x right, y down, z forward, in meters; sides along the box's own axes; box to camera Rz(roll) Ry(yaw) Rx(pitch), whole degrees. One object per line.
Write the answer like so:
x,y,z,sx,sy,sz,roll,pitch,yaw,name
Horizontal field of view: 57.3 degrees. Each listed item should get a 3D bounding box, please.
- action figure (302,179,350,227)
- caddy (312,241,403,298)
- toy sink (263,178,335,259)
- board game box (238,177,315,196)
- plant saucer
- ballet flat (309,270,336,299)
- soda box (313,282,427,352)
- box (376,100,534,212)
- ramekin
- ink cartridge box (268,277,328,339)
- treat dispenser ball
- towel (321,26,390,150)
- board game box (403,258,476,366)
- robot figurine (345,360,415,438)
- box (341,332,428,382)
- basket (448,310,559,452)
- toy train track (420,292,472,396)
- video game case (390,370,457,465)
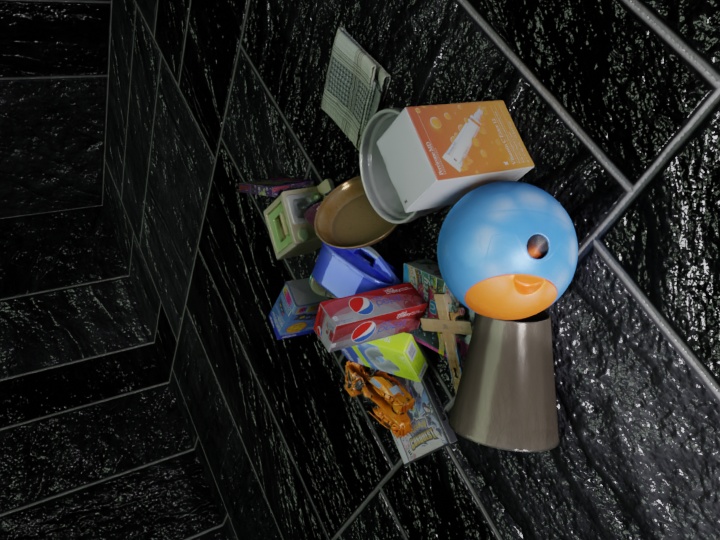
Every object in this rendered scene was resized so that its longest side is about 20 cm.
-0.040,-0.077,1.464,0.201,0.148,0.134,59,161,-6,action figure
0.000,0.000,1.317,0.200,0.141,0.106,35,109,27,caddy
-0.140,-0.120,1.572,0.200,0.111,0.131,-26,78,58,toy sink
-0.212,-0.211,1.649,0.199,0.119,0.033,15,110,55,board game box
0.006,-0.110,1.302,0.200,0.200,0.036,42,166,44,plant saucer
-0.053,0.037,1.452,0.062,0.200,0.068,29,87,18,ballet flat
0.019,0.081,1.184,0.063,0.199,0.070,51,139,37,soda box
0.146,-0.178,1.010,0.097,0.199,0.125,-42,66,55,box
0.094,-0.191,1.180,0.200,0.104,0.202,26,122,51,ramekin
-0.139,0.098,1.623,0.200,0.136,0.077,-54,52,51,ink cartridge box
0.211,-0.029,0.956,0.200,0.200,0.203,26,122,52,treat dispenser ball
-0.020,-0.369,1.366,0.200,0.034,0.193,53,140,34,towel
0.160,0.077,1.207,0.200,0.064,0.149,26,122,53,board game box
0.034,0.259,1.408,0.200,0.058,0.146,35,137,38,robot figurine
0.026,0.154,1.324,0.199,0.048,0.122,12,150,32,box
0.237,0.163,1.049,0.179,0.136,0.202,9,104,23,basket
0.165,0.131,1.136,0.114,0.032,0.202,1,108,50,toy train track
0.110,0.303,1.400,0.200,0.025,0.182,-48,60,53,video game case
